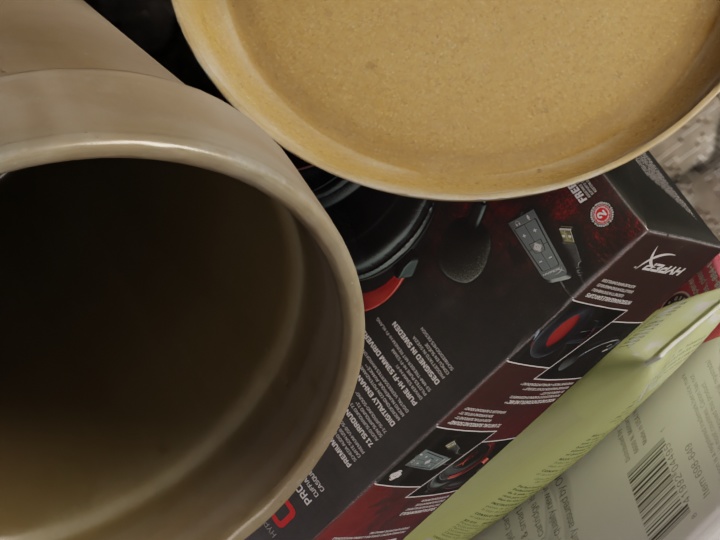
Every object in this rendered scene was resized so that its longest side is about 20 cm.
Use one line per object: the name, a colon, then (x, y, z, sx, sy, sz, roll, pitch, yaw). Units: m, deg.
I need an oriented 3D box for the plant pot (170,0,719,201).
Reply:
plant pot: (0.036, -0.110, 0.687, 0.198, 0.202, 0.028, -10, 157, 2)

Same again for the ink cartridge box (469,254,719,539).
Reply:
ink cartridge box: (0.107, 0.109, 0.821, 0.085, 0.146, 0.200, 33, 113, -22)

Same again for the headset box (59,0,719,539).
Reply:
headset box: (0.000, 0.000, 0.747, 0.200, 0.149, 0.075, -43, 157, 20)

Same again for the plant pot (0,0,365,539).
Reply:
plant pot: (-0.122, -0.012, 0.680, 0.198, 0.174, 0.201, -17, 136, -17)

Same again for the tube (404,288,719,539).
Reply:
tube: (0.061, 0.060, 0.806, 0.052, 0.058, 0.200, 26, 138, -27)
